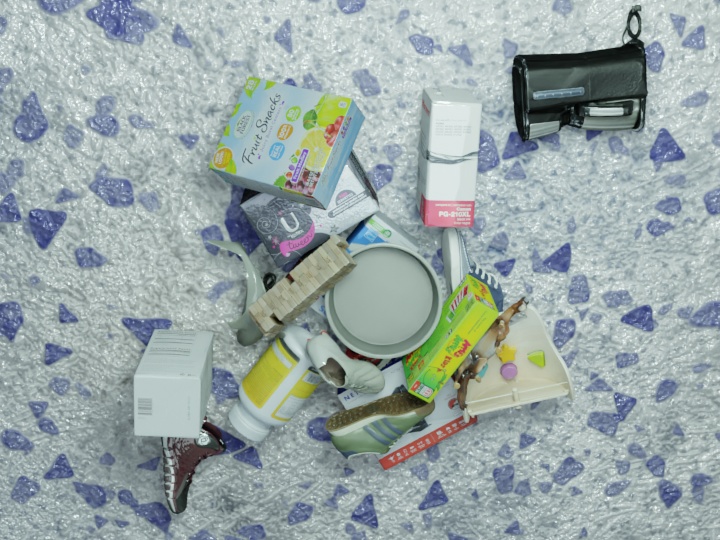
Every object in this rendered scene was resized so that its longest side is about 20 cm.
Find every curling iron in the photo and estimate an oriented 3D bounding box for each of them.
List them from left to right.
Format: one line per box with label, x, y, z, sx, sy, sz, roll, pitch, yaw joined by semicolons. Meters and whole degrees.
curling iron;-0.110;-0.015;1.689;0.200;0.026;0.050;-39;108;11

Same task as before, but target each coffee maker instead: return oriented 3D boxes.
coffee maker;0.348;-0.312;1.558;0.198;0.135;0.194;-4;86;-1

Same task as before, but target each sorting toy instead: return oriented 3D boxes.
sorting toy;0.260;0.151;1.702;0.199;0.107;0.181;-12;115;3

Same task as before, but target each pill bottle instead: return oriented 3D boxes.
pill bottle;-0.146;0.204;1.719;0.112;0.112;0.200;36;105;-12

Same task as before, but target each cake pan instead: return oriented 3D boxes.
cake pan;0.039;0.049;1.636;0.199;0.037;0.202;0;103;0

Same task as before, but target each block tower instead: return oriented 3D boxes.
block tower;-0.094;0.027;1.588;0.200;0.054;0.058;-42;74;8

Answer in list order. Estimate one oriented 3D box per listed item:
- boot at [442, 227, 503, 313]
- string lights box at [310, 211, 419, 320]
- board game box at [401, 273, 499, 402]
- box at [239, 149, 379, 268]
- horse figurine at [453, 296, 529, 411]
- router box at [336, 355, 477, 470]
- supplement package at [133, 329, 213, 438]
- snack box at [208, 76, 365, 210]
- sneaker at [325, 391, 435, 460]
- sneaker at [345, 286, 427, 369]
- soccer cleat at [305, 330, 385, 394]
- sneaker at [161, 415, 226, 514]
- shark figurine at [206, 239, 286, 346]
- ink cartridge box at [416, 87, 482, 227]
boot;0.198;0.011;1.689;0.090;0.073;0.201;-11;117;-5
string lights box;0.000;0.000;1.679;0.103;0.059;0.200;36;104;-12
board game box;0.149;0.115;1.637;0.047;0.102;0.200;29;111;-17
box;-0.083;-0.117;1.609;0.199;0.115;0.133;-29;107;9
horse figurine;0.208;0.134;1.617;0.050;0.133;0.201;32;108;1
router box;0.085;0.243;1.769;0.199;0.049;0.180;-30;107;9
supplement package;-0.318;0.191;1.663;0.109;0.200;0.115;3;108;-3
snack box;-0.117;-0.202;1.524;0.199;0.068;0.170;16;77;26
sneaker;0.044;0.282;1.726;0.199;0.067;0.090;-16;116;5
sneaker;0.044;0.092;1.692;0.085;0.077;0.201;24;107;-32
soccer cleat;-0.025;0.177;1.648;0.069;0.078;0.200;-33;134;19
sneaker;-0.304;0.358;1.789;0.115;0.076;0.201;-3;108;-3
shark figurine;-0.200;0.053;1.651;0.089;0.128;0.216;-24;120;-37
ink cartridge box;0.142;-0.186;1.573;0.084;0.145;0.201;1;109;-3
